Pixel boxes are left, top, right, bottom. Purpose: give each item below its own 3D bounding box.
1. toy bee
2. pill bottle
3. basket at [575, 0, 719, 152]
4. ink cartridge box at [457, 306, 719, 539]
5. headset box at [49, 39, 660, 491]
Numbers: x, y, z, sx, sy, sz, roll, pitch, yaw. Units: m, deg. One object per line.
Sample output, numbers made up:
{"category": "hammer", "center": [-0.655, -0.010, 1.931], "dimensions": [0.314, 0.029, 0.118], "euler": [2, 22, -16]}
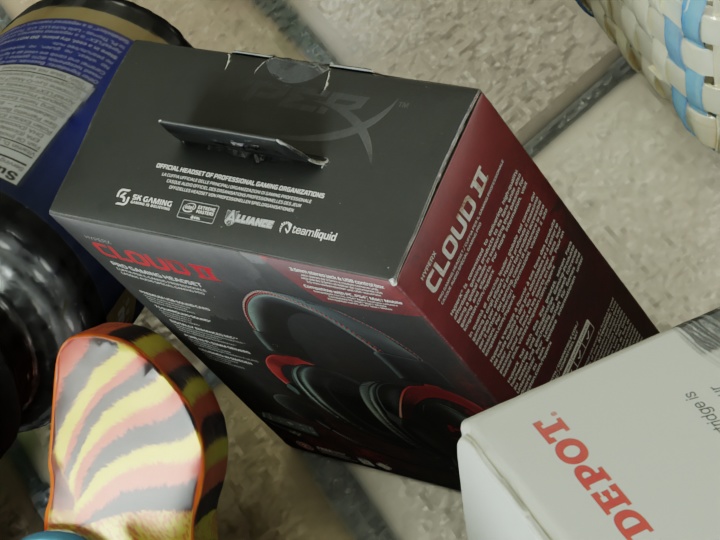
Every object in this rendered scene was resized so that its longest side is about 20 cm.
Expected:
{"category": "toy bee", "center": [-0.075, 0.125, 0.945], "dimensions": [0.108, 0.201, 0.131], "euler": [17, 30, 9]}
{"category": "pill bottle", "center": [-0.133, -0.010, 1.003], "dimensions": [0.111, 0.112, 0.200], "euler": [-4, 35, 28]}
{"category": "basket", "center": [0.126, -0.159, 0.956], "dimensions": [0.138, 0.177, 0.201], "euler": [-27, 63, -6]}
{"category": "ink cartridge box", "center": [0.147, 0.077, 0.766], "dimensions": [0.199, 0.084, 0.144], "euler": [-21, 44, -17]}
{"category": "headset box", "center": [0.000, 0.000, 0.903], "dimensions": [0.148, 0.200, 0.075], "euler": [12, 67, 34]}
